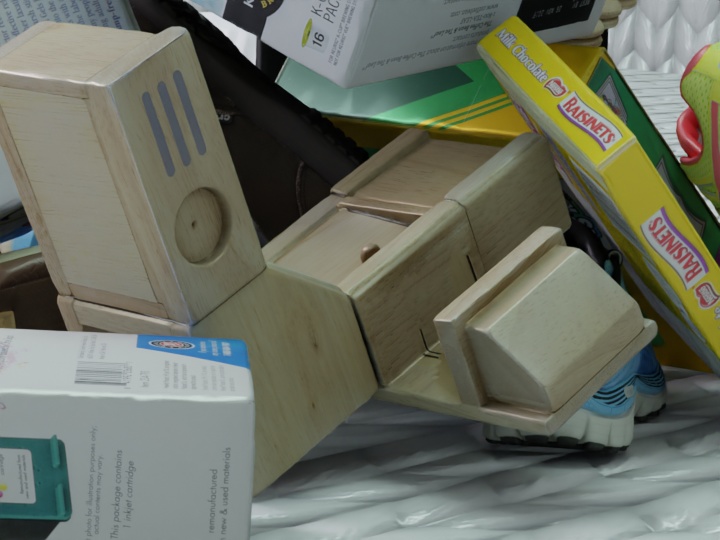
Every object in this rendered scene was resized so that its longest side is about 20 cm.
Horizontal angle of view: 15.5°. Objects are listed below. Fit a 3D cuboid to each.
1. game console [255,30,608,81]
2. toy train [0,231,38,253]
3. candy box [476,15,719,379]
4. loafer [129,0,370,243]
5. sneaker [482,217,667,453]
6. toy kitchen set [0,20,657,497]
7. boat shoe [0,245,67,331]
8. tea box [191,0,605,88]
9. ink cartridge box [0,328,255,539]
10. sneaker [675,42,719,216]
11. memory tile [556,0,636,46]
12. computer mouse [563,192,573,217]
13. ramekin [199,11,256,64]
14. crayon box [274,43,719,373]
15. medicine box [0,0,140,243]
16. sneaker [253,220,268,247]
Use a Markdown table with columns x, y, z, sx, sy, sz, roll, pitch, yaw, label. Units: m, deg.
| x | y | z | sx | sy | sz | roll | pitch | yaw | label |
| --- | --- | --- | --- | --- | --- | --- | --- | --- | --- |
| 0.024 | -0.074 | 1.427 | 0.199 | 0.117 | 0.176 | 0 | -28 | -20 | game console |
| -0.174 | -0.036 | 1.499 | 0.115 | 0.085 | 0.200 | 19 | 15 | 27 | toy train |
| 0.122 | -0.017 | 1.128 | 0.200 | 0.026 | 0.102 | 51 | 2 | -45 | candy box |
| -0.080 | -0.074 | 1.206 | 0.200 | 0.071 | 0.073 | 40 | 8 | 9 | loafer |
| 0.098 | 0.020 | 1.159 | 0.078 | 0.091 | 0.200 | 4 | 8 | 5 | sneaker |
| 0.003 | -0.037 | 0.999 | 0.163 | 0.181 | 0.200 | 10 | 38 | 43 | toy kitchen set |
| -0.147 | 0.023 | 1.122 | 0.201 | 0.075 | 0.075 | -1 | 3 | -21 | boat shoe |
| -0.005 | -0.188 | 1.139 | 0.196 | 0.134 | 0.200 | 30 | 26 | 27 | tea box |
| -0.137 | 0.059 | 0.891 | 0.199 | 0.068 | 0.116 | 3 | 8 | -4 | ink cartridge box |
| 0.191 | -0.047 | 1.232 | 0.090 | 0.078 | 0.200 | 29 | -20 | 23 | sneaker |
| 0.060 | -0.147 | 1.305 | 0.152 | 0.017 | 0.200 | 12 | 20 | 12 | memory tile |
| 0.000 | 0.000 | 1.187 | 0.199 | 0.034 | 0.059 | -21 | -14 | 7 | computer mouse |
| -0.051 | -0.079 | 1.540 | 0.201 | 0.095 | 0.202 | 10 | -13 | 2 | ramekin |
| 0.076 | -0.035 | 1.278 | 0.172 | 0.058 | 0.200 | 8 | -28 | 37 | crayon box |
| -0.213 | -0.052 | 1.157 | 0.199 | 0.103 | 0.182 | -23 | 0 | -31 | medicine box |
| -0.029 | 0.001 | 1.286 | 0.199 | 0.076 | 0.114 | 21 | -8 | 7 | sneaker |
